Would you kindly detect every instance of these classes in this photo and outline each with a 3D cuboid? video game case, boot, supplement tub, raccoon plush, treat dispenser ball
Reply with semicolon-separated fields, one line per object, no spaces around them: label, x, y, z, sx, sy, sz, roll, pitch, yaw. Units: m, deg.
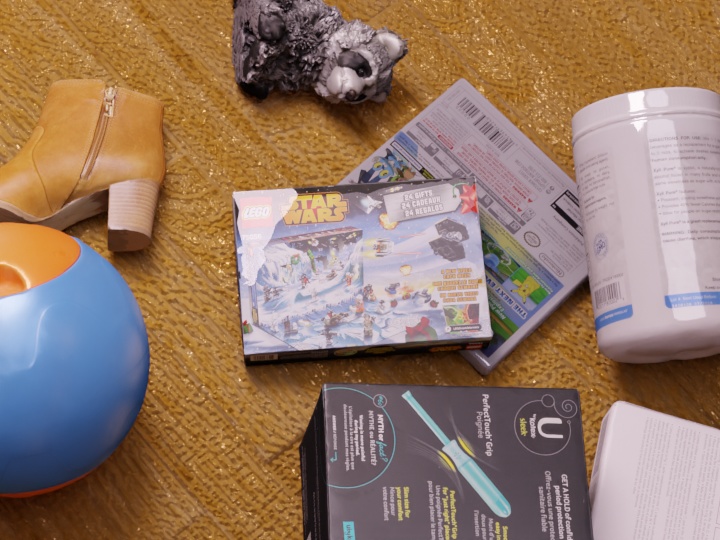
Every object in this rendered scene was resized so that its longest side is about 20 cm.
video game case;0.094;-0.039;1.812;0.200;0.022;0.182;44;66;10
boot;-0.257;-0.090;1.756;0.200;0.071;0.145;4;59;-11
supplement tub;0.244;-0.034;1.756;0.131;0.132;0.201;-3;77;-11
raccoon plush;-0.036;-0.224;1.841;0.133;0.097;0.201;2;64;-17
treat dispenser ball;-0.255;0.066;1.602;0.200;0.201;0.202;4;65;-8

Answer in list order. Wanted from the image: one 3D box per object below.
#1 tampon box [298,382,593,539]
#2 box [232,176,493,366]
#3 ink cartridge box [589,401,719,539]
tampon box;0.062;0.178;1.646;0.199;0.126;0.151;2;65;-10
box;0.000;0.000;1.747;0.199;0.040;0.138;-3;73;-4
ink cartridge box;0.260;0.220;1.706;0.175;0.045;0.201;16;64;-2
